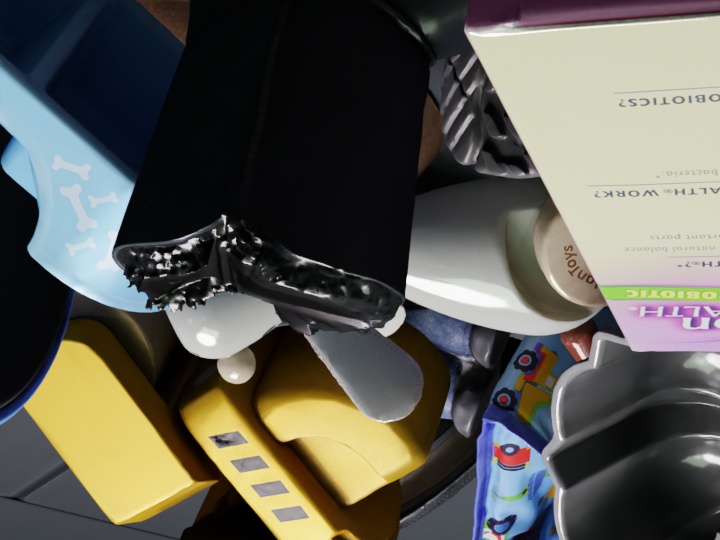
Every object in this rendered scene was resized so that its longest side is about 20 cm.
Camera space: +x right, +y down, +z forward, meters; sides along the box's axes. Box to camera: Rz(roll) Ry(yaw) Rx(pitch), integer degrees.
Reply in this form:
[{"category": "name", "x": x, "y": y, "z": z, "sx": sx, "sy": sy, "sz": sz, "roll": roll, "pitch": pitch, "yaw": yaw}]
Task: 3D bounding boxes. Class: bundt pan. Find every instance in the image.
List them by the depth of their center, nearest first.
[{"category": "bundt pan", "x": 0.166, "y": 0.094, "z": 0.744, "sx": 0.075, "sy": 0.203, "sz": 0.201, "roll": -28, "pitch": -179, "yaw": -33}]

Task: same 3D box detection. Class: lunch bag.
[{"category": "lunch bag", "x": 0.111, "y": 0.072, "z": 0.950, "sx": 0.094, "sy": 0.151, "sz": 0.200, "roll": 32, "pitch": 153, "yaw": 7}]

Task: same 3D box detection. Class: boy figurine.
[{"category": "boy figurine", "x": -0.026, "y": 0.026, "z": 1.013, "sx": 0.198, "sy": 0.125, "sz": 0.064, "roll": 15, "pitch": -160, "yaw": 12}]

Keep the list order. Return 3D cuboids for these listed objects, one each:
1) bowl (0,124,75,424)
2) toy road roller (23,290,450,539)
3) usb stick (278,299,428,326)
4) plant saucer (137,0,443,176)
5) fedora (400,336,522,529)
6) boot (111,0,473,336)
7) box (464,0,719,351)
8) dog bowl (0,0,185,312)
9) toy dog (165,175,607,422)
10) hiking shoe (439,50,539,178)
[{"category": "bowl", "x": -0.174, "y": -0.029, "z": 0.792, "sx": 0.039, "sy": 0.202, "sz": 0.201, "roll": -5, "pitch": 156, "yaw": 22}, {"category": "toy road roller", "x": -0.050, "y": 0.055, "z": 0.925, "sx": 0.145, "sy": 0.123, "sz": 0.200, "roll": -31, "pitch": 106, "yaw": 24}, {"category": "usb stick", "x": 0.000, "y": 0.000, "z": 0.921, "sx": 0.199, "sy": 0.033, "sz": 0.055, "roll": -6, "pitch": -149, "yaw": -35}, {"category": "plant saucer", "x": -0.062, "y": -0.059, "z": 0.904, "sx": 0.198, "sy": 0.037, "sz": 0.201, "roll": 7, "pitch": 158, "yaw": 3}, {"category": "fedora", "x": -0.006, "y": 0.070, "z": 1.096, "sx": 0.200, "sy": 0.201, "sz": 0.092, "roll": -14, "pitch": 118, "yaw": 45}, {"category": "boot", "x": 0.021, "y": -0.060, "z": 0.679, "sx": 0.198, "sy": 0.170, "sz": 0.076, "roll": 2, "pitch": 158, "yaw": 16}, {"category": "box", "x": 0.141, "y": -0.060, "z": 0.542, "sx": 0.174, "sy": 0.098, "sz": 0.200, "roll": -2, "pitch": 154, "yaw": 20}, {"category": "dog bowl", "x": -0.119, "y": -0.074, "z": 0.738, "sx": 0.200, "sy": 0.112, "sz": 0.050, "roll": 42, "pitch": 123, "yaw": -13}, {"category": "toy dog", "x": 0.029, "y": 0.015, "z": 0.818, "sx": 0.198, "sy": 0.097, "sz": 0.132, "roll": -7, "pitch": -162, "yaw": 16}, {"category": "hiking shoe", "x": 0.130, "y": -0.056, "z": 0.734, "sx": 0.199, "sy": 0.076, "sz": 0.100, "roll": 23, "pitch": -151, "yaw": 34}]
